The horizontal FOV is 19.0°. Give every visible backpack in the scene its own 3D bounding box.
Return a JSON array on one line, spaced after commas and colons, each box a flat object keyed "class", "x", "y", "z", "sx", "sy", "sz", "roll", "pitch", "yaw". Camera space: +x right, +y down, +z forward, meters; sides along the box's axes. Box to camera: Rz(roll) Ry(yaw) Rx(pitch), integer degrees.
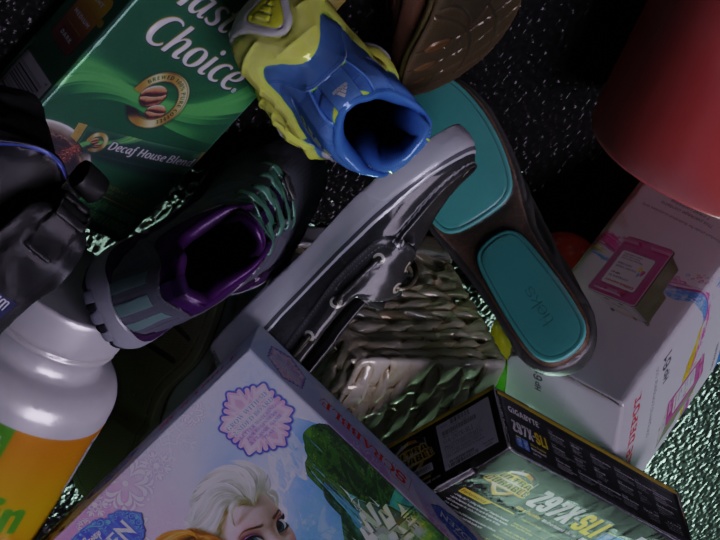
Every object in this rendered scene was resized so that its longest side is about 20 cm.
[{"class": "backpack", "x": -0.257, "y": -0.021, "z": 1.058, "sx": 0.199, "sy": 0.154, "sz": 0.191, "roll": 16, "pitch": 115, "yaw": -29}]

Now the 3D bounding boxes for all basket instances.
[{"class": "basket", "x": -0.014, "y": 0.087, "z": 1.369, "sx": 0.135, "sy": 0.123, "sz": 0.200, "roll": 2, "pitch": 129, "yaw": -37}]

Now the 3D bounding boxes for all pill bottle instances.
[{"class": "pill bottle", "x": -0.207, "y": 0.082, "z": 1.230, "sx": 0.111, "sy": 0.111, "sz": 0.200, "roll": 8, "pitch": 124, "yaw": -41}]

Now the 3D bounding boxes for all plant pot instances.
[{"class": "plant pot", "x": 0.258, "y": -0.143, "z": 1.303, "sx": 0.200, "sy": 0.200, "sz": 0.178, "roll": -5, "pitch": 122, "yaw": -33}]

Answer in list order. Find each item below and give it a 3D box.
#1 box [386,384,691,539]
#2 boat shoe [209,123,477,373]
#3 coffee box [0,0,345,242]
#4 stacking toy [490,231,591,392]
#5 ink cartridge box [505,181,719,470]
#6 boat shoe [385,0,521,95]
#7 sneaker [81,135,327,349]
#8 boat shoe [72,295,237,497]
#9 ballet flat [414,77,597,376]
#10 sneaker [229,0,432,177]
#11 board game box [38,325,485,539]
[{"class": "box", "x": 0.083, "y": 0.156, "z": 1.323, "sx": 0.160, "sy": 0.049, "sz": 0.200, "roll": -34, "pitch": 138, "yaw": 26}, {"class": "boat shoe", "x": 0.000, "y": 0.000, "z": 1.239, "sx": 0.200, "sy": 0.057, "sz": 0.069, "roll": -44, "pitch": 172, "yaw": 12}, {"class": "coffee box", "x": -0.109, "y": -0.114, "z": 1.156, "sx": 0.200, "sy": 0.044, "sz": 0.123, "roll": -45, "pitch": 142, "yaw": 11}, {"class": "stacking toy", "x": 0.114, "y": 0.063, "z": 1.481, "sx": 0.085, "sy": 0.085, "sz": 0.200, "roll": 1, "pitch": 124, "yaw": -37}, {"class": "ink cartridge box", "x": 0.178, "y": 0.044, "z": 1.401, "sx": 0.200, "sy": 0.084, "sz": 0.145, "roll": -49, "pitch": 155, "yaw": -30}, {"class": "boat shoe", "x": 0.048, "y": -0.172, "z": 1.200, "sx": 0.072, "sy": 0.068, "sz": 0.200, "roll": -24, "pitch": 157, "yaw": -19}, {"class": "sneaker", "x": -0.062, "y": -0.020, "z": 1.196, "sx": 0.200, "sy": 0.087, "sz": 0.075, "roll": -43, "pitch": 110, "yaw": -43}, {"class": "boat shoe", "x": -0.115, "y": 0.053, "z": 1.310, "sx": 0.068, "sy": 0.075, "sz": 0.200, "roll": -16, "pitch": 139, "yaw": -53}, {"class": "ballet flat", "x": 0.079, "y": -0.024, "z": 1.298, "sx": 0.068, "sy": 0.200, "sz": 0.068, "roll": -26, "pitch": 168, "yaw": 7}, {"class": "sneaker", "x": -0.002, "y": -0.078, "z": 1.164, "sx": 0.076, "sy": 0.105, "sz": 0.200, "roll": -43, "pitch": 156, "yaw": 6}, {"class": "board game box", "x": -0.056, "y": 0.169, "z": 1.239, "sx": 0.199, "sy": 0.041, "sz": 0.200, "roll": 43, "pitch": 107, "yaw": -7}]
